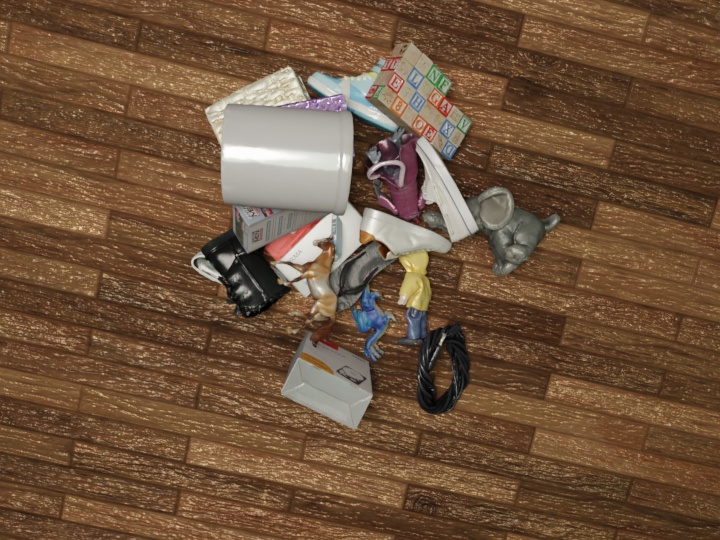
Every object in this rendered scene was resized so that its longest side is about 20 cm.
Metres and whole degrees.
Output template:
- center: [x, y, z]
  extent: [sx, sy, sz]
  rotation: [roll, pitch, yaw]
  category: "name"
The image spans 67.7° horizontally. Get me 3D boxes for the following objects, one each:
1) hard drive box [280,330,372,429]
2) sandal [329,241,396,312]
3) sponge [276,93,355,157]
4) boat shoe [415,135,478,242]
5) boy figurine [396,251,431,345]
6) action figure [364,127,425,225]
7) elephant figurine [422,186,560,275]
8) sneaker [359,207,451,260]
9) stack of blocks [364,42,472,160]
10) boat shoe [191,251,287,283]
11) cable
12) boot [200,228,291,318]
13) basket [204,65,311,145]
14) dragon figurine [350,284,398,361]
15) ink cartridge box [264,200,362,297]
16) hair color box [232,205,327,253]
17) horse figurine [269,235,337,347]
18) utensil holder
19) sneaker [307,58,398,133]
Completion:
- center: [-0.062, 0.208, 1.056]
  extent: [0.154, 0.200, 0.078]
  rotation: [27, 96, -5]
  category: "hard drive box"
- center: [0.000, -0.001, 1.068]
  extent: [0.075, 0.048, 0.200]
  rotation: [45, 87, 3]
  category: "sandal"
- center: [-0.115, -0.240, 0.958]
  extent: [0.197, 0.030, 0.113]
  rotation: [-13, 114, -6]
  category: "sponge"
- center: [0.145, -0.147, 0.993]
  extent: [0.065, 0.072, 0.202]
  rotation: [-29, 103, 13]
  category: "boat shoe"
- center: [0.106, 0.049, 1.086]
  extent: [0.064, 0.124, 0.204]
  rotation: [-4, 86, 30]
  category: "boy figurine"
- center: [0.090, -0.161, 1.034]
  extent: [0.132, 0.150, 0.202]
  rotation: [-17, 124, 8]
  category: "action figure"
- center: [0.254, -0.101, 1.058]
  extent: [0.200, 0.142, 0.155]
  rotation: [46, 52, 2]
  category: "elephant figurine"
- center: [0.083, -0.054, 1.050]
  extent: [0.197, 0.073, 0.086]
  rotation: [17, 92, -21]
  category: "sneaker"
- center: [0.120, -0.316, 1.018]
  extent: [0.199, 0.058, 0.116]
  rotation: [32, 92, -31]
  category: "stack of blocks"
- center: [-0.248, 0.012, 1.093]
  extent: [0.197, 0.065, 0.075]
  rotation: [13, 97, -3]
  category: "boat shoe"
- center: [0.169, 0.212, 1.094]
  extent: [0.050, 0.162, 0.203]
  rotation: [13, 116, 36]
  category: "cable"
- center: [-0.194, -0.017, 1.043]
  extent: [0.197, 0.073, 0.163]
  rotation: [-34, 84, -19]
  category: "boot"
- center: [-0.181, -0.281, 1.026]
  extent: [0.198, 0.123, 0.137]
  rotation: [-26, 98, 2]
  category: "basket"
- center: [0.011, 0.091, 1.112]
  extent: [0.099, 0.059, 0.202]
  rotation: [-30, 98, 3]
  category: "dragon figurine"
- center: [-0.100, -0.078, 1.095]
  extent: [0.200, 0.045, 0.176]
  rotation: [-43, 97, 4]
  category: "ink cartridge box"
- center: [-0.135, -0.118, 0.992]
  extent: [0.198, 0.099, 0.061]
  rotation: [-29, 72, -25]
  category: "hair color box"
- center: [-0.091, 0.042, 1.026]
  extent: [0.131, 0.050, 0.203]
  rotation: [-12, 83, -29]
  category: "horse figurine"
- center: [-0.119, -0.180, 0.876]
  extent: [0.196, 0.170, 0.173]
  rotation: [2, 98, -9]
  category: "utensil holder"
- center: [0.005, -0.367, 1.043]
  extent: [0.198, 0.080, 0.132]
  rotation: [23, 99, -14]
  category: "sneaker"
